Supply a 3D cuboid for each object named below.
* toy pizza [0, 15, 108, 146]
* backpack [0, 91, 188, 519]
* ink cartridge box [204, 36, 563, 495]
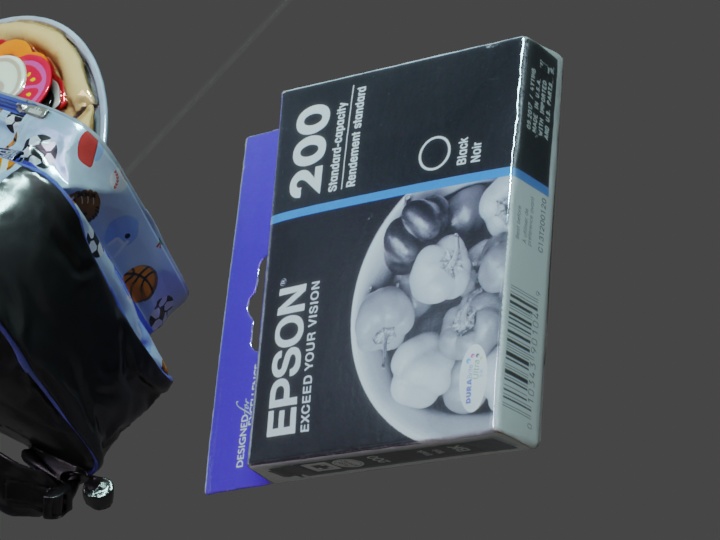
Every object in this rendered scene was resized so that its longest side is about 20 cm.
[{"bbox_3d":[-0.223,-0.055,1.390,0.200,0.032,0.201,-18,59,32],"label":"toy pizza"},{"bbox_3d":[-0.195,-0.003,1.239,0.190,0.200,0.154,16,53,35],"label":"backpack"},{"bbox_3d":[0.000,0.000,1.177,0.200,0.043,0.199,-12,63,36],"label":"ink cartridge box"}]
